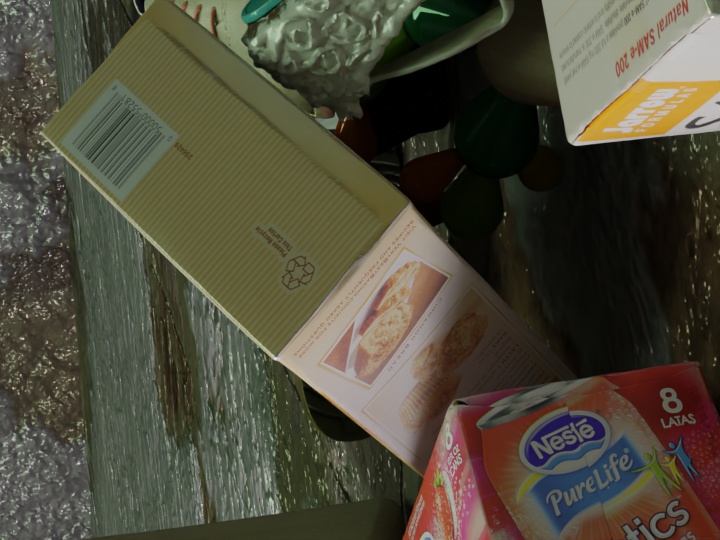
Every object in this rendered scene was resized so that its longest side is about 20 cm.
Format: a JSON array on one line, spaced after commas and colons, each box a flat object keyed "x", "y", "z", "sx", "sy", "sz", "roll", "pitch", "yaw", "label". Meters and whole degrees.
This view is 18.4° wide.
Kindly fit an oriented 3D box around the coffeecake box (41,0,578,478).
[{"x": -0.008, "y": 0.003, "z": 0.859, "sx": 0.153, "sy": 0.073, "sz": 0.200, "roll": 41, "pitch": 179, "yaw": 37, "label": "coffeecake box"}]

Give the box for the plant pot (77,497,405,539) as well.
[{"x": -0.057, "y": 0.240, "z": 1.185, "sx": 0.177, "sy": 0.199, "sz": 0.201, "roll": 163, "pitch": 100, "yaw": -87, "label": "plant pot"}]

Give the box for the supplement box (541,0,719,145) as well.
[{"x": 0.093, "y": -0.151, "z": 0.648, "sx": 0.126, "sy": 0.073, "sz": 0.201, "roll": 136, "pitch": 125, "yaw": -74, "label": "supplement box"}]

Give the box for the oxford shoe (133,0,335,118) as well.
[{"x": -0.057, "y": -0.105, "z": 1.005, "sx": 0.200, "sy": 0.073, "sz": 0.071, "roll": -138, "pitch": 42, "yaw": -70, "label": "oxford shoe"}]

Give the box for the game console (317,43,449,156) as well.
[{"x": -0.026, "y": -0.159, "z": 1.042, "sx": 0.175, "sy": 0.116, "sz": 0.201, "roll": 3, "pitch": 101, "yaw": 46, "label": "game console"}]

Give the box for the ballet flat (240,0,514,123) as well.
[{"x": 0.044, "y": -0.123, "z": 0.787, "sx": 0.200, "sy": 0.072, "sz": 0.072, "roll": -36, "pitch": 52, "yaw": 28, "label": "ballet flat"}]

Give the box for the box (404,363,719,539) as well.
[{"x": 0.073, "y": 0.127, "z": 0.811, "sx": 0.200, "sy": 0.095, "sz": 0.100, "roll": 103, "pitch": 154, "yaw": -58, "label": "box"}]

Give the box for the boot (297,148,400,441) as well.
[{"x": -0.020, "y": 0.002, "z": 1.267, "sx": 0.200, "sy": 0.066, "sz": 0.176, "roll": -178, "pitch": 93, "yaw": -76, "label": "boot"}]

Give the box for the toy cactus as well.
[{"x": 0.053, "y": -0.095, "z": 0.871, "sx": 0.165, "sy": 0.102, "sz": 0.201, "roll": 28, "pitch": 124, "yaw": 52, "label": "toy cactus"}]
